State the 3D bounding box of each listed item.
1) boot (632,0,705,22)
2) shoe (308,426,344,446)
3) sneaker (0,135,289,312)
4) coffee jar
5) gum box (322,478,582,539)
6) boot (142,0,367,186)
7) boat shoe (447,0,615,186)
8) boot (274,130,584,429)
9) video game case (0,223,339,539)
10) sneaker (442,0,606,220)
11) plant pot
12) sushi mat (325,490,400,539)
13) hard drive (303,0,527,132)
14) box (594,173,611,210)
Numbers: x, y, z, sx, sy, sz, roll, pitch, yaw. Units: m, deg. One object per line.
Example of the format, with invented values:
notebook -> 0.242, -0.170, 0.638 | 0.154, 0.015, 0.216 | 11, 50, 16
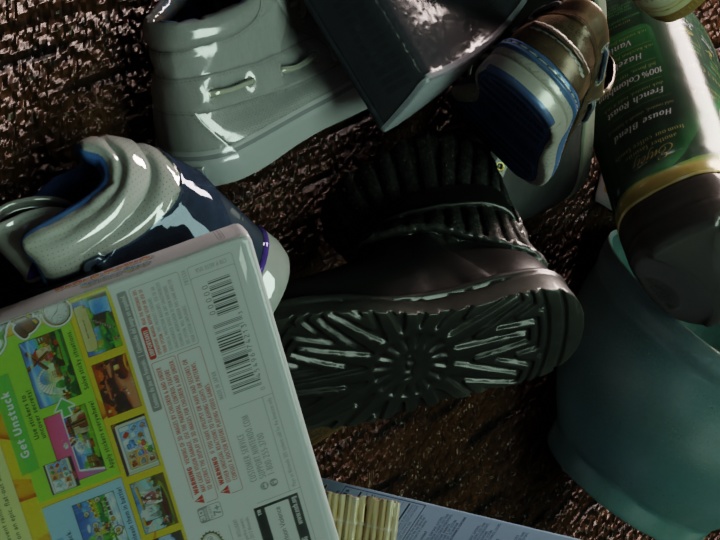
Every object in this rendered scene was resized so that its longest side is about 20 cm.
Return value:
boot -> 0.110, -0.241, 1.570 | 0.155, 0.073, 0.201 | 24, 38, -48
shoe -> -0.037, 0.063, 1.539 | 0.200, 0.053, 0.070 | -20, 148, -48
sneaker -> -0.139, 0.031, 1.368 | 0.146, 0.081, 0.200 | 34, 91, -30
coffee jar -> 0.188, -0.067, 1.705 | 0.104, 0.085, 0.201 | 46, 23, -45
gum box -> 0.064, 0.205, 1.589 | 0.045, 0.199, 0.170 | -53, 139, -34
boot -> -0.037, -0.125, 1.455 | 0.200, 0.073, 0.096 | -40, 130, -47
boat shoe -> 0.100, -0.097, 1.514 | 0.072, 0.072, 0.200 | -46, -178, -7
boot -> 0.000, 0.002, 1.505 | 0.210, 0.158, 0.080 | -6, 129, -22
video game case -> -0.112, 0.098, 1.344 | 0.181, 0.023, 0.201 | -20, 114, -11
sneaker -> 0.086, -0.111, 1.636 | 0.106, 0.074, 0.201 | -38, 131, -46
plant pot -> 0.200, 0.087, 1.789 | 0.134, 0.200, 0.200 | -55, 149, 15
sushi mat -> -0.036, 0.214, 1.545 | 0.012, 0.095, 0.201 | -47, 144, -82
hard drive -> 0.030, -0.166, 1.491 | 0.135, 0.042, 0.200 | 59, 32, -11
box -> 0.269, -0.062, 1.809 | 0.112, 0.199, 0.102 | 28, 77, -55
